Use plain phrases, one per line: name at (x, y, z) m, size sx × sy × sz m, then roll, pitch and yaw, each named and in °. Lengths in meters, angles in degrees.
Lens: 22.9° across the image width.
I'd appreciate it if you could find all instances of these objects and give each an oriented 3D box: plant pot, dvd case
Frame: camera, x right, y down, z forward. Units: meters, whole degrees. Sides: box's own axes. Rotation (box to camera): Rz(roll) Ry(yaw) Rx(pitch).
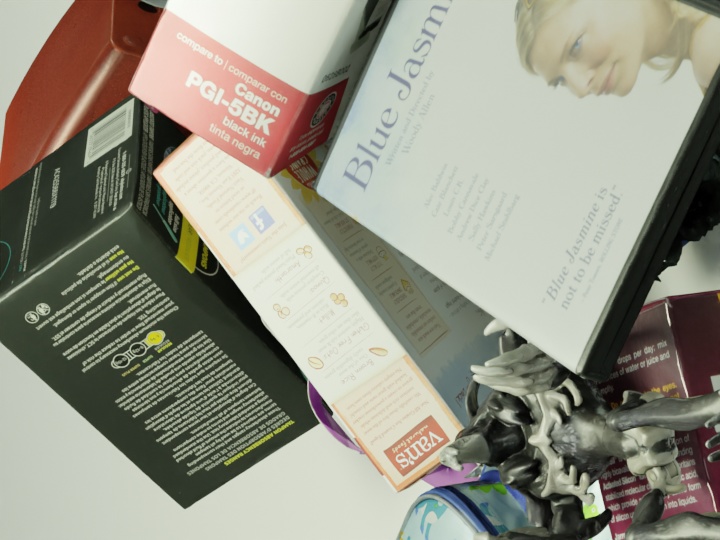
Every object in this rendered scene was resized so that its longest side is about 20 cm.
plant pot at (-0.136, -0.103, 1.257) m, size 0.200 × 0.199 × 0.177 m, roll -98°, pitch 29°, yaw -51°
dvd case at (0.061, -0.061, 0.704) m, size 0.200 × 0.017 × 0.143 m, roll 36°, pitch 106°, yaw 51°

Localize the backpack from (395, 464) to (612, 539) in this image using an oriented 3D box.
backpack at (0.108, 0.163, 0.891) m, size 0.183 × 0.146 × 0.201 m, roll 55°, pitch 140°, yaw 39°

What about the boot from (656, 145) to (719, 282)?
boot at (0.077, -0.054, 0.780) m, size 0.198 × 0.073 × 0.163 m, roll -51°, pitch 51°, yaw 46°

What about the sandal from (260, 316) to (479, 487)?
sandal at (0.003, 0.087, 1.068) m, size 0.082 × 0.050 × 0.203 m, roll -4°, pitch 138°, yaw 51°

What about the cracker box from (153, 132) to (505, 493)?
cracker box at (0.000, 0.000, 0.909) m, size 0.058 × 0.134 × 0.200 m, roll -39°, pitch 87°, yaw 26°

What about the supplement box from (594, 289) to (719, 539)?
supplement box at (0.176, 0.110, 0.770) m, size 0.086 × 0.110 × 0.201 m, roll -32°, pitch 68°, yaw 61°

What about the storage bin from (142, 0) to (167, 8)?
storage bin at (-0.035, -0.231, 1.050) m, size 0.146 × 0.199 × 0.135 m, roll 132°, pitch 137°, yaw -59°

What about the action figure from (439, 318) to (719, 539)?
action figure at (0.084, 0.071, 0.711) m, size 0.200 × 0.102 × 0.120 m, roll -1°, pitch 95°, yaw 56°

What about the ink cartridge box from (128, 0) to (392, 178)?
ink cartridge box at (-0.008, -0.160, 0.820) m, size 0.083 × 0.147 × 0.201 m, roll 32°, pitch 116°, yaw 8°

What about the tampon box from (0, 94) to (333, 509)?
tampon box at (-0.126, 0.019, 1.137) m, size 0.200 × 0.126 × 0.150 m, roll 48°, pitch -161°, yaw -29°

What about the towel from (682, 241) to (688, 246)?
towel at (0.100, -0.089, 0.827) m, size 0.147 × 0.024 × 0.201 m, roll -48°, pitch 57°, yaw 55°
